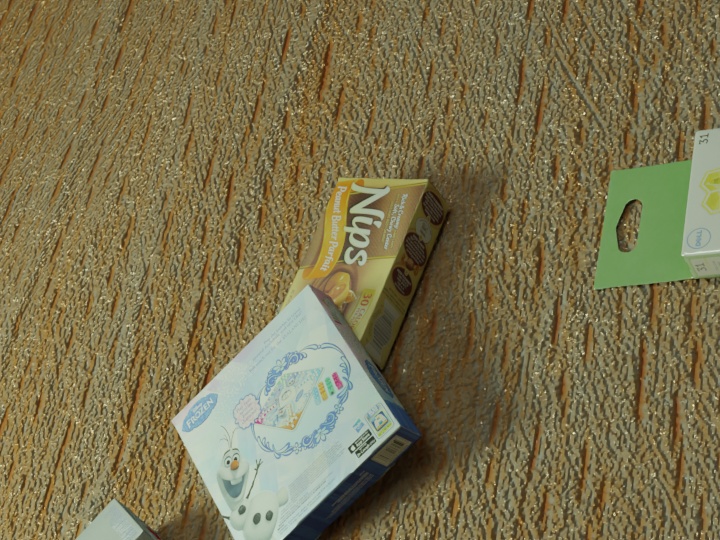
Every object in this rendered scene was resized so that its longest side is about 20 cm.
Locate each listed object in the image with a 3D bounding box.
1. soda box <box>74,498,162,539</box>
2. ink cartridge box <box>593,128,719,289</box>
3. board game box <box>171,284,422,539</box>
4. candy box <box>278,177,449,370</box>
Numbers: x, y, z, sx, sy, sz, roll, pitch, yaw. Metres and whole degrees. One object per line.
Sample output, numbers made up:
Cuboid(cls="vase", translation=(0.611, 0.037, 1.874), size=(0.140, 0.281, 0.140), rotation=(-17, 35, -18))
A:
Cuboid(cls="soda box", translation=(-0.272, 0.321, 1.585), size=(0.200, 0.068, 0.063), rotation=(-46, 43, -8))
Cuboid(cls="ink cartridge box", translation=(0.311, -0.060, 1.525), size=(0.200, 0.048, 0.146), rotation=(-5, 54, 28))
Cuboid(cls="board game box", translation=(-0.065, 0.150, 1.563), size=(0.200, 0.043, 0.199), rotation=(-44, 50, 12))
Cuboid(cls="candy box", translation=(0.000, 0.000, 1.675), size=(0.115, 0.055, 0.200), rotation=(4, 58, 36))
